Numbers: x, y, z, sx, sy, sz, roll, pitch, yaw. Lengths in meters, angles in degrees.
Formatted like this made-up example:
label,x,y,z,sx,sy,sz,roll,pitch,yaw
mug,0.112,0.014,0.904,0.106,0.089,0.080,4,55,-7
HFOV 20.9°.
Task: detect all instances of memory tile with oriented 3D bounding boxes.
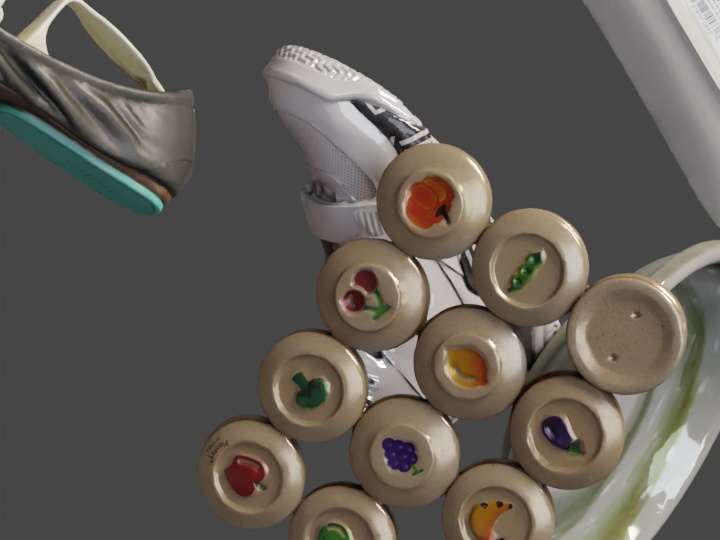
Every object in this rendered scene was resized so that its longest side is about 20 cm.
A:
label,x,y,z,sx,sy,sz,roll,pitch,yaw
memory tile,0.032,0.059,0.843,0.153,0.017,0.200,36,105,7

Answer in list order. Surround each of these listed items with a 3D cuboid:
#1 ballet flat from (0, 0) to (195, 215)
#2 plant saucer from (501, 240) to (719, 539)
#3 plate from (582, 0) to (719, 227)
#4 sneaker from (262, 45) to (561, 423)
label,x,y,z,sx,sy,sz,roll,pitch,yaw
ballet flat,-0.152,-0.092,0.822,0.200,0.068,0.069,29,76,-35
plant saucer,0.118,0.069,0.937,0.200,0.050,0.201,-38,144,-34
plate,0.207,-0.150,0.922,0.200,0.032,0.200,-33,100,-5
sneaker,0.000,0.000,0.890,0.115,0.075,0.200,-46,114,-13
